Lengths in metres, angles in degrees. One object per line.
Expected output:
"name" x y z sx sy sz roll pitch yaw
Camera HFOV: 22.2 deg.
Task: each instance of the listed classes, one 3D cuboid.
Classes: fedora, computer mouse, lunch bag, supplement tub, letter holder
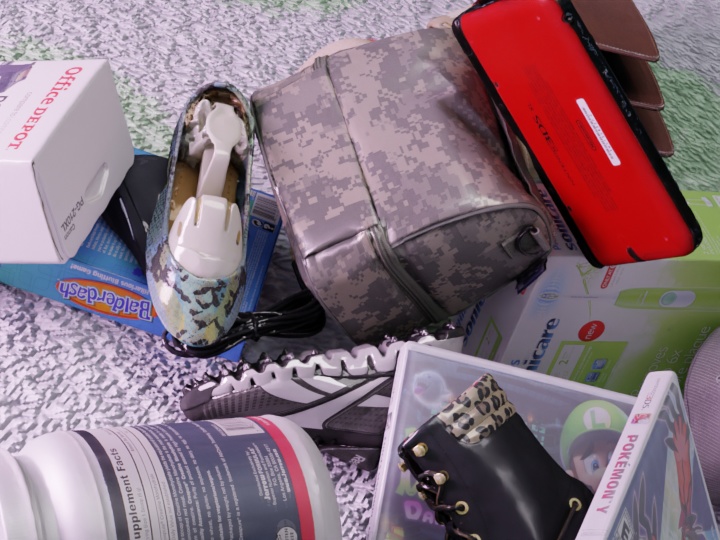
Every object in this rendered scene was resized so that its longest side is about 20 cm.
"fedora" 0.288 0.109 1.327 0.090 0.177 0.201 3 61 32
"computer mouse" -0.100 -0.027 1.295 0.140 0.046 0.200 -6 47 -29
"lunch bag" 0.035 -0.063 1.288 0.139 0.167 0.201 47 21 -52
"supplement tub" -0.123 0.159 1.054 0.199 0.141 0.141 -2 43 -27
"letter holder" 0.222 -0.202 1.680 0.141 0.101 0.200 9 34 -18

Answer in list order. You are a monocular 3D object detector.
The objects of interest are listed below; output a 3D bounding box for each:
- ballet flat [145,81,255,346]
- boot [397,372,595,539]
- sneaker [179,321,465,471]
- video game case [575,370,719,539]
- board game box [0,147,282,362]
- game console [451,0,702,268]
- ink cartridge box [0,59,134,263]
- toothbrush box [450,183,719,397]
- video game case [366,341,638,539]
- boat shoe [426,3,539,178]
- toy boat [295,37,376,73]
"ballet flat" -0.105 -0.046 1.238 0.074 0.074 0.201 9 53 -15
"boot" 0.062 0.173 1.121 0.203 0.073 0.154 -38 88 -29
"sneaker" -0.021 0.095 1.238 0.199 0.091 0.066 -9 1 -6
"video game case" 0.189 0.194 1.135 0.023 0.201 0.182 -6 27 28
"board game box" -0.163 -0.026 1.339 0.199 0.045 0.152 20 38 -3
"game console" 0.164 -0.116 1.238 0.119 0.172 0.201 -38 103 -25
"ink cartridge box" -0.274 -0.076 1.254 0.199 0.085 0.145 1 35 16
"toothbrush box" 0.186 0.019 1.368 0.199 0.146 0.086 3 41 -24
"video game case" 0.107 0.155 1.190 0.199 0.023 0.183 14 70 -9
"boat shoe" 0.114 -0.154 1.613 0.065 0.072 0.201 -15 56 -10
"toy boat" 0.026 -0.094 1.474 0.200 0.131 0.131 48 14 30
